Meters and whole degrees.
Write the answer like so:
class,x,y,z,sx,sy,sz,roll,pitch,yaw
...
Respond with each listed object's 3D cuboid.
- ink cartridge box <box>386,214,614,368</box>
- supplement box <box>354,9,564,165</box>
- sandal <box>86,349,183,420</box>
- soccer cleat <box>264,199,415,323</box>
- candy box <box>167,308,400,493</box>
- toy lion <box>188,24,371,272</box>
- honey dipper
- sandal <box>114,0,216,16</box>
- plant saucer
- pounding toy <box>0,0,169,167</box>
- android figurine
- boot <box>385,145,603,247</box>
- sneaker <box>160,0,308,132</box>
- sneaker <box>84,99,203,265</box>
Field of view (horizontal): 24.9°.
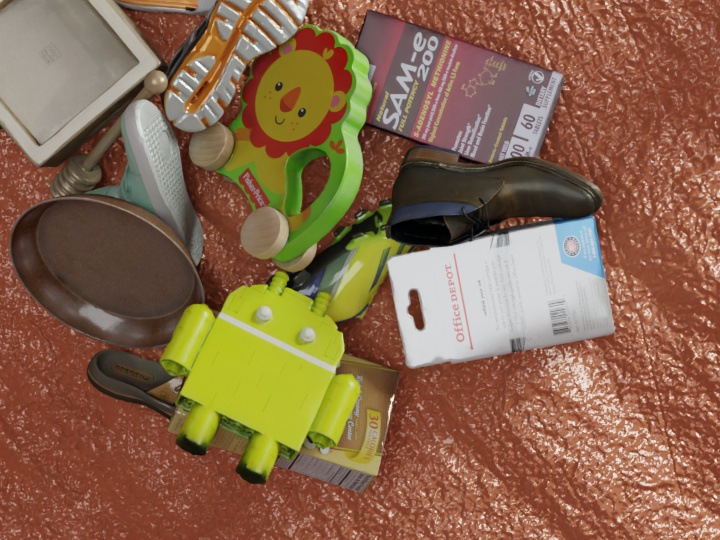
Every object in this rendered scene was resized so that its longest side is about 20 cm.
class,x,y,z,sx,sy,sz,roll,pitch,yaw
ink cartridge box,0.133,0.019,1.559,0.200,0.068,0.116,-10,94,5
supplement box,0.086,-0.169,1.574,0.200,0.061,0.109,19,94,8
sandal,-0.174,0.108,1.604,0.200,0.082,0.055,19,116,14
soccer cleat,0.000,0.000,1.598,0.200,0.065,0.084,-33,116,3
candy box,-0.072,0.125,1.555,0.200,0.055,0.116,18,60,-7
toy lion,-0.059,-0.129,1.549,0.192,0.069,0.200,-43,54,16
honey dipper,-0.242,-0.131,1.580,0.038,0.038,0.200,49,129,4
sandal,-0.161,-0.287,1.606,0.206,0.059,0.079,-2,91,8
plant saucer,-0.241,-0.005,1.574,0.200,0.035,0.200,10,136,10
pounding toy,-0.323,-0.207,1.606,0.200,0.142,0.184,-40,93,2
android figurine,-0.090,0.093,1.510,0.182,0.041,0.200,28,63,-2
boot,0.120,-0.053,1.516,0.200,0.075,0.097,9,52,22
sneaker,-0.128,-0.224,1.568,0.078,0.077,0.200,43,84,-23
sneaker,-0.231,-0.078,1.569,0.118,0.074,0.201,1,135,13
